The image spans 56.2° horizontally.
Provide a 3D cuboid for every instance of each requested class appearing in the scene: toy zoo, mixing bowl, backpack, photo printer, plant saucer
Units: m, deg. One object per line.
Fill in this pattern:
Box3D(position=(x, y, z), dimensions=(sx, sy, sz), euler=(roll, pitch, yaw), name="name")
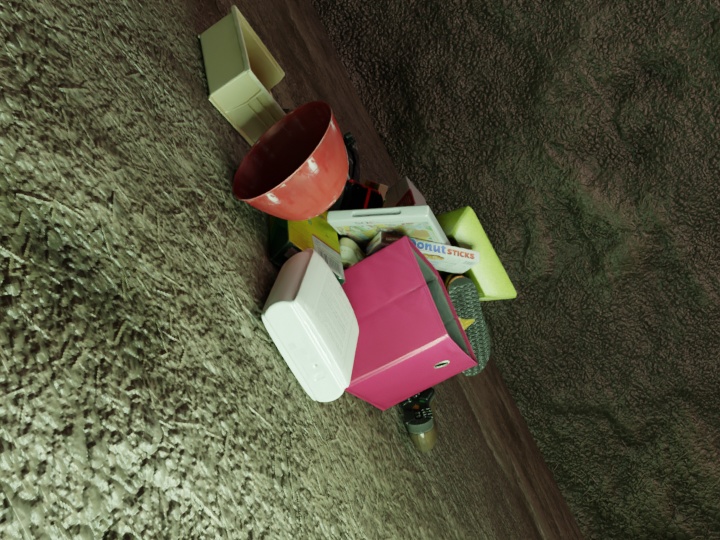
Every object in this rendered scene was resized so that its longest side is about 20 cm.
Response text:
Box3D(position=(0.012, -0.132, 1.489), dimensions=(0.020, 0.133, 0.200), euler=(16, 8, -12), name="toy zoo")
Box3D(position=(-0.092, -0.152, 1.051), dimensions=(0.108, 0.199, 0.202), euler=(46, 20, -33), name="mixing bowl")
Box3D(position=(-0.055, -0.173, 1.397), dimensions=(0.201, 0.124, 0.169), euler=(-93, 172, -58), name="backpack")
Box3D(position=(-0.066, 0.069, 0.990), dimensions=(0.168, 0.069, 0.201), euler=(61, 17, -21), name="photo printer")
Box3D(position=(0.192, -0.014, 1.346), dimensions=(0.202, 0.048, 0.199), euler=(60, -26, -10), name="plant saucer")

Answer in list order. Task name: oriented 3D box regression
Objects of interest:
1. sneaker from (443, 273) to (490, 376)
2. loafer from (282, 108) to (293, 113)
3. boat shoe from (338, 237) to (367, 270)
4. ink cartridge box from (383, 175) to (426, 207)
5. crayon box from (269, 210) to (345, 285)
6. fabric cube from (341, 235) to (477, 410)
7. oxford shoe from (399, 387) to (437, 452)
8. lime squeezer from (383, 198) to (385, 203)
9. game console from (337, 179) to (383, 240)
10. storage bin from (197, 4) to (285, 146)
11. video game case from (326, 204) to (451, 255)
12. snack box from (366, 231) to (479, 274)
Box3D(position=(0.203, 0.101, 1.314), dimensions=(0.090, 0.069, 0.204), euler=(-120, -162, -75), name="sneaker")
Box3D(position=(-0.147, -0.267, 1.377), dimensions=(0.073, 0.071, 0.202), euler=(45, 22, -53), name="loafer")
Box3D(position=(0.000, 0.000, 1.263), dimensions=(0.200, 0.071, 0.066), euler=(46, 49, -61), name="boat shoe")
Box3D(position=(0.062, -0.106, 1.587), dimensions=(0.083, 0.199, 0.148), euler=(44, 19, -29), name="ink cartridge box")
Box3D(position=(-0.094, -0.060, 1.148), dimensions=(0.126, 0.051, 0.201), euler=(36, 26, -30), name="crayon box")
Box3D(position=(0.059, 0.099, 1.170), dimensions=(0.196, 0.197, 0.202), euler=(42, 23, -59), name="fabric cube")
Box3D(position=(0.118, 0.293, 1.339), dimensions=(0.200, 0.071, 0.086), euler=(-68, 145, -71), name="oxford shoe")
Box3D(position=(0.034, -0.068, 1.484), dimensions=(0.071, 0.037, 0.203), euler=(-137, -141, -61), name="lime squeezer")
Box3D(position=(-0.016, -0.067, 1.307), dimensions=(0.176, 0.031, 0.204), euler=(6, 99, -67), name="game console")
Box3D(position=(-0.202, -0.343, 1.262), dimensions=(0.199, 0.093, 0.202), euler=(46, 20, -51), name="storage bin")
Box3D(position=(0.057, -0.065, 1.209), dimensions=(0.200, 0.179, 0.023), euler=(43, 49, -64), name="video game case")
Box3D(position=(0.113, -0.030, 1.225), dimensions=(0.072, 0.197, 0.025), euler=(141, -44, -63), name="snack box")
